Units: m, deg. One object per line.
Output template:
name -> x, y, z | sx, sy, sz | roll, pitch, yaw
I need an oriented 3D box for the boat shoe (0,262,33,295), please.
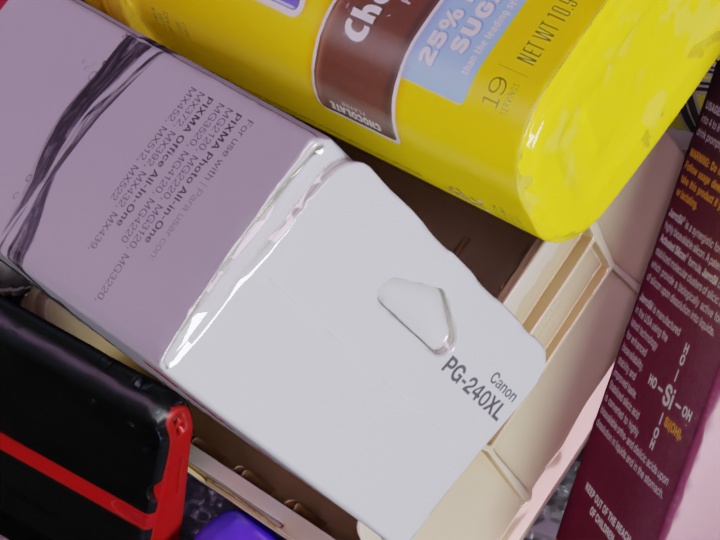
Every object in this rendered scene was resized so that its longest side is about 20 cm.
boat shoe -> -0.200, -0.024, 0.857 | 0.202, 0.072, 0.060 | 23, 99, 34

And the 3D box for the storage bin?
storage bin -> 0.000, 0.000, 0.803 | 0.200, 0.094, 0.199 | 28, 79, 40

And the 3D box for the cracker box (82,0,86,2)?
cracker box -> -0.118, -0.154, 0.838 | 0.058, 0.134, 0.200 | 1, 64, 5

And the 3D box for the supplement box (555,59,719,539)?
supplement box -> 0.155, 0.040, 0.733 | 0.110, 0.086, 0.200 | 14, 103, -15

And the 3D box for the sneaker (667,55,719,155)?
sneaker -> 0.135, -0.069, 0.845 | 0.200, 0.075, 0.076 | 39, 99, 25

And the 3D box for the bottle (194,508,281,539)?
bottle -> -0.092, 0.186, 0.833 | 0.065, 0.084, 0.200 | 40, 86, 8

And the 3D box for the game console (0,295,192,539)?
game console -> -0.156, 0.044, 0.816 | 0.200, 0.177, 0.031 | 28, 58, 8

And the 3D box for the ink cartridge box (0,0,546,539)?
ink cartridge box -> -0.057, -0.010, 0.687 | 0.200, 0.145, 0.083 | 32, 83, 42

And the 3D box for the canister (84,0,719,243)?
canister -> 0.021, -0.109, 0.725 | 0.200, 0.087, 0.149 | 28, 74, 32
